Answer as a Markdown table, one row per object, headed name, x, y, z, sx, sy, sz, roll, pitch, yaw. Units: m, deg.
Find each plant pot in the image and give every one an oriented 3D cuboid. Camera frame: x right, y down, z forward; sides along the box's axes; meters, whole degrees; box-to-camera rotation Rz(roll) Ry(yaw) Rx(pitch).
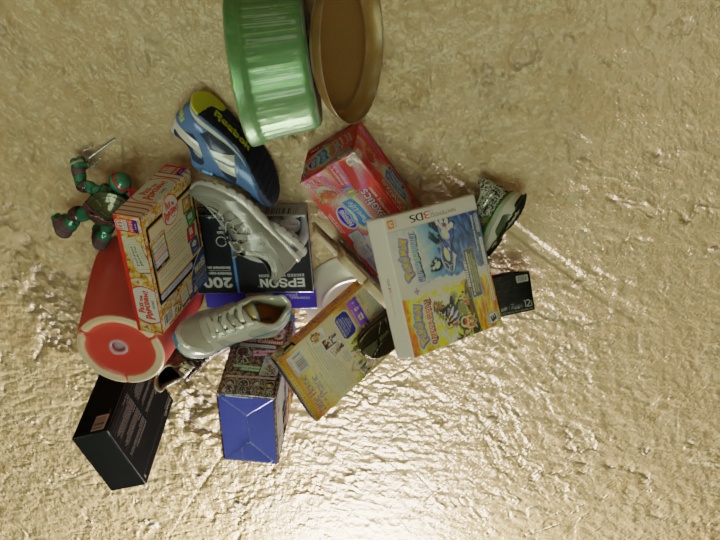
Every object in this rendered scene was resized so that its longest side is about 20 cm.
| name | x | y | z | sx | sy | sz | roll | pitch | yaw |
| --- | --- | --- | --- | --- | --- | --- | --- | --- | --- |
| plant pot | -0.365 | 0.069 | 1.416 | 0.197 | 0.178 | 0.202 | 3 | 128 | 4 |
| plant pot | -0.019 | -0.288 | 1.102 | 0.027 | 0.201 | 0.202 | 7 | 131 | 22 |

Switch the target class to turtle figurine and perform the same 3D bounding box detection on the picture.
| name | x | y | z | sx | sy | sz | roll | pitch | yaw |
| --- | --- | --- | --- | --- | --- | --- | --- | --- | --- |
| turtle figurine | -0.387 | -0.111 | 1.335 | 0.149 | 0.101 | 0.200 | 34 | 129 | -20 |

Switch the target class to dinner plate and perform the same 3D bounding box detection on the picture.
| name | x | y | z | sx | sy | sz | roll | pitch | yaw |
| --- | --- | --- | --- | --- | --- | --- | --- | --- | --- |
| dinner plate | 0.000 | 0.059 | 1.473 | 0.197 | 0.024 | 0.202 | 2 | 127 | 2 |

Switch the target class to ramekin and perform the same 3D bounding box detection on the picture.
| name | x | y | z | sx | sy | sz | roll | pitch | yaw |
| --- | --- | --- | --- | --- | --- | --- | --- | --- | --- |
| ramekin | -0.108 | -0.267 | 1.125 | 0.096 | 0.201 | 0.202 | -7 | 127 | 2 |

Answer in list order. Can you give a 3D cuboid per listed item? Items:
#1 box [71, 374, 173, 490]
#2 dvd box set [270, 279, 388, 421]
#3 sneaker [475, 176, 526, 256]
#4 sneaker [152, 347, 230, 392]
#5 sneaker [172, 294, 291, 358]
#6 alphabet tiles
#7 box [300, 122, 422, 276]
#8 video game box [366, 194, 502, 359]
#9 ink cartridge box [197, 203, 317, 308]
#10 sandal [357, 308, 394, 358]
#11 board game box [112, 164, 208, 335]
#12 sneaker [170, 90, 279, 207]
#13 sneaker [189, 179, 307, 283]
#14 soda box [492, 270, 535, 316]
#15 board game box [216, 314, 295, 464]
| name | x | y | z | sx | sy | sz | roll | pitch | yaw |
| --- | --- | --- | --- | --- | --- | --- | --- | --- | --- |
| box | -0.418 | 0.264 | 1.555 | 0.078 | 0.201 | 0.142 | -15 | 124 | 16 |
| dvd box set | -0.036 | 0.128 | 1.418 | 0.200 | 0.029 | 0.147 | -42 | 124 | -16 |
| sneaker | 0.175 | -0.067 | 1.346 | 0.089 | 0.077 | 0.201 | 43 | 129 | 13 |
| sneaker | -0.289 | 0.155 | 1.539 | 0.199 | 0.076 | 0.070 | -34 | 118 | 27 |
| sneaker | -0.203 | 0.080 | 1.389 | 0.198 | 0.077 | 0.081 | -16 | 162 | -32 |
| alphabet tiles | 0.000 | 0.000 | 1.317 | 0.015 | 0.200 | 0.196 | -44 | 100 | 3 |
| box | 0.010 | -0.104 | 1.299 | 0.102 | 0.095 | 0.200 | -27 | 121 | 23 |
| video game box | 0.109 | 0.005 | 1.255 | 0.047 | 0.180 | 0.203 | -7 | 98 | 57 |
| ink cartridge box | -0.173 | -0.011 | 1.412 | 0.195 | 0.044 | 0.202 | -1 | 123 | 5 |
| sandal | 0.077 | 0.071 | 1.431 | 0.199 | 0.055 | 0.082 | -35 | 118 | -4 |
| board game box | -0.290 | -0.032 | 1.294 | 0.046 | 0.152 | 0.202 | 9 | 125 | 17 |
| sneaker | -0.197 | -0.169 | 1.287 | 0.082 | 0.074 | 0.200 | -27 | 116 | 30 |
| sneaker | -0.176 | -0.060 | 1.300 | 0.199 | 0.075 | 0.082 | 37 | 82 | -9 |
| soda box | 0.167 | 0.048 | 1.362 | 0.197 | 0.071 | 0.064 | -10 | 92 | -17 |
| board game box | -0.171 | 0.195 | 1.479 | 0.095 | 0.201 | 0.161 | 5 | 128 | 3 |
